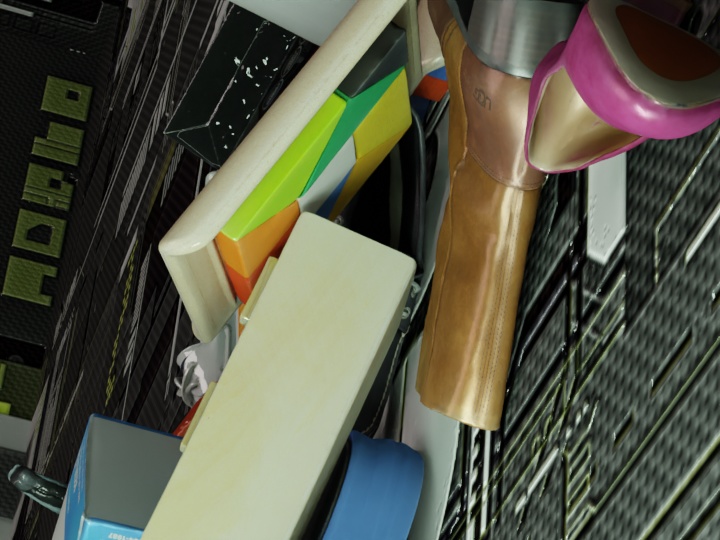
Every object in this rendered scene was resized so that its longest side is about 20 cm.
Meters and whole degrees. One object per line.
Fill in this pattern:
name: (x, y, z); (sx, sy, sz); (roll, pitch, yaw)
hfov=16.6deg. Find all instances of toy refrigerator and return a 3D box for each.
toy refrigerator: (-0.045, 0.078, 1.182); (0.076, 0.070, 0.201); (103, -169, -63)

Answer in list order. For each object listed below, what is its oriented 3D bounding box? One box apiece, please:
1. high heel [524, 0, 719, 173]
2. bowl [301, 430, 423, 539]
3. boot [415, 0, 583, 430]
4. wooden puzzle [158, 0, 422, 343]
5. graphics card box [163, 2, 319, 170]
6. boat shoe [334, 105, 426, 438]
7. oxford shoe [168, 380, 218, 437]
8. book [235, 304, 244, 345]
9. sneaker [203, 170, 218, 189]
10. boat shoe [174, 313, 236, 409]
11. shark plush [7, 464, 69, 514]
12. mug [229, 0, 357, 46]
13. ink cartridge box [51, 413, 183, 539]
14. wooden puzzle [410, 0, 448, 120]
high heel: (0.095, -0.055, 0.942); (0.097, 0.067, 0.200); (-62, 0, 16)
bowl: (-0.033, 0.171, 1.242); (0.202, 0.039, 0.201); (-61, 7, 12)
boot: (0.059, -0.037, 1.181); (0.188, 0.068, 0.202); (-138, 55, -71)
wooden puzzle: (-0.024, -0.053, 1.221); (0.185, 0.037, 0.200); (-52, -8, -11)
graphics card box: (-0.049, -0.149, 1.604); (0.126, 0.051, 0.200); (-58, -6, 22)
boat shoe: (0.000, 0.000, 1.337); (0.063, 0.072, 0.202); (-22, 57, 53)
oxford shoe: (-0.048, 0.082, 1.521); (0.200, 0.072, 0.071); (-43, 7, 41)
book: (-0.042, -0.010, 1.627); (0.201, 0.048, 0.134); (-89, 21, -47)
sneaker: (-0.051, -0.021, 1.466); (0.076, 0.081, 0.200); (-65, 16, 1)
boat shoe: (-0.099, 0.076, 1.744); (0.074, 0.065, 0.201); (118, 163, -48)
shark plush: (-0.146, 0.183, 1.578); (0.083, 0.199, 0.092); (-19, 62, 38)
mug: (-0.051, -0.205, 1.423); (0.187, 0.152, 0.151); (138, 145, -63)
ink cartridge box: (-0.118, 0.217, 1.448); (0.145, 0.146, 0.201); (-105, 32, -69)
wooden puzzle: (0.035, -0.159, 1.447); (0.200, 0.046, 0.187); (137, 146, -61)
